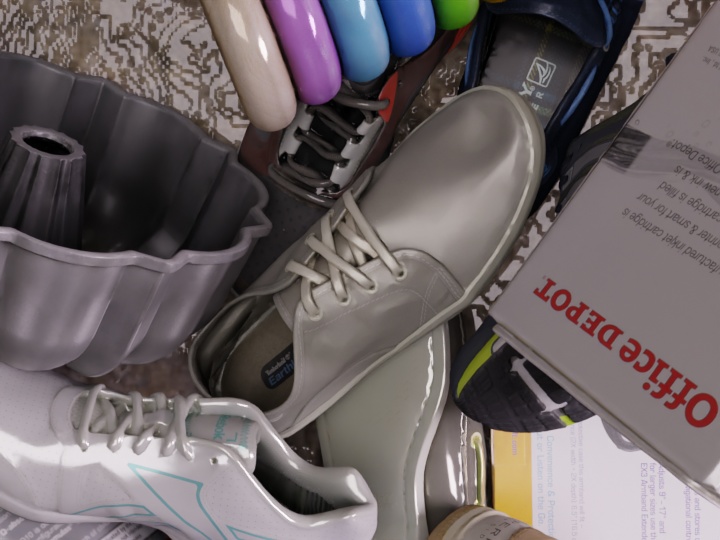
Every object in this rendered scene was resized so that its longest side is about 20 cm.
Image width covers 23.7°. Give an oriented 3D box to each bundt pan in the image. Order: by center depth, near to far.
[{"bbox_3d":[-0.143,-0.022,0.734,0.201,0.202,0.076,23,112,6],"label":"bundt pan"}]

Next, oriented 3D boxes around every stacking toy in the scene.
[{"bbox_3d":[0.034,-0.130,0.694,0.199,0.085,0.086,-22,89,-2],"label":"stacking toy"}]

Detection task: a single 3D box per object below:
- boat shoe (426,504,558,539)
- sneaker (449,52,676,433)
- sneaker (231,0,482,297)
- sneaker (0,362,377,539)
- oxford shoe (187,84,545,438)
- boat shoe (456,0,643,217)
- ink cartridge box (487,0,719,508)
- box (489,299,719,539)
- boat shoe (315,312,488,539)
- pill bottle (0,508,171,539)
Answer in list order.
[{"bbox_3d":[0.086,0.197,0.744,0.074,0.069,0.201,-35,112,-33],"label":"boat shoe"},{"bbox_3d":[0.110,-0.014,0.743,0.200,0.081,0.074,-46,126,-4],"label":"sneaker"},{"bbox_3d":[-0.013,-0.073,0.770,0.077,0.082,0.201,26,94,6],"label":"sneaker"},{"bbox_3d":[-0.083,0.076,0.721,0.200,0.071,0.080,24,133,-12],"label":"sneaker"},{"bbox_3d":[0.000,0.000,0.733,0.200,0.058,0.075,-44,60,17],"label":"oxford shoe"},{"bbox_3d":[0.091,-0.109,0.763,0.084,0.069,0.201,13,93,6],"label":"boat shoe"},{"bbox_3d":[0.163,-0.016,0.631,0.083,0.147,0.200,34,94,-36],"label":"ink cartridge box"},{"bbox_3d":[0.158,0.071,0.776,0.199,0.041,0.120,0,91,5],"label":"box"},{"bbox_3d":[0.023,0.083,0.781,0.072,0.060,0.203,0,89,38],"label":"boat shoe"},{"bbox_3d":[-0.179,0.098,0.778,0.116,0.116,0.200,-39,87,6],"label":"pill bottle"}]
